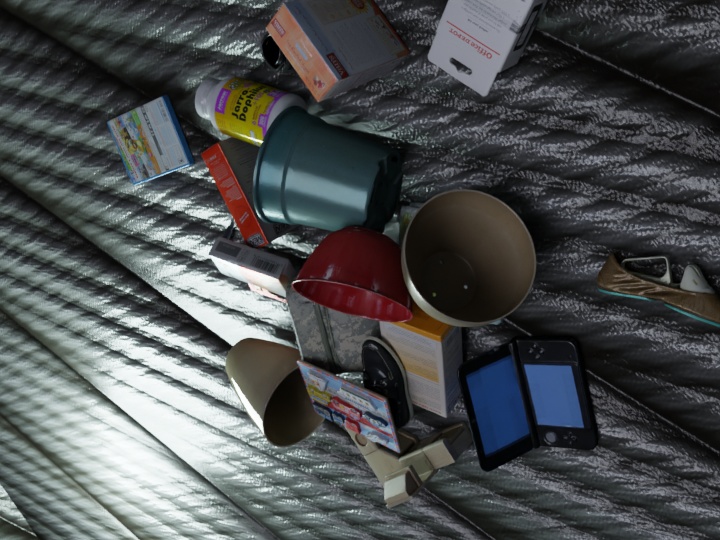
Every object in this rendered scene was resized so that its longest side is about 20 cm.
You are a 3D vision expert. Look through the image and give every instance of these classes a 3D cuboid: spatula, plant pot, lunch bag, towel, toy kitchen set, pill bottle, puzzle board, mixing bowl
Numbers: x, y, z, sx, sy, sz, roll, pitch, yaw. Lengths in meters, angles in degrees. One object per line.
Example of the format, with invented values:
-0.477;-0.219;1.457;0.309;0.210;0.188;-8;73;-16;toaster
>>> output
-0.259;-0.095;1.657;0.057;0.020;0.201;49;135;24;spatula
0.147;-0.003;1.247;0.201;0.200;0.135;48;162;7;plant pot
-0.027;0.082;1.501;0.165;0.140;0.203;-5;111;20;lunch bag
0.151;-0.013;1.368;0.198;0.048;0.174;16;121;31;towel
0.060;0.310;1.522;0.199;0.163;0.182;-34;90;42;toy kitchen set
-0.044;-0.150;1.365;0.194;0.200;0.203;17;122;20;plant pot
-0.196;-0.280;1.461;0.198;0.104;0.106;22;124;27;pill bottle
-0.180;0.220;1.668;0.199;0.186;0.190;31;129;39;plant pot
-0.022;0.243;1.475;0.198;0.017;0.152;19;143;32;puzzle board
0.000;0.000;1.309;0.198;0.200;0.110;4;71;35;mixing bowl

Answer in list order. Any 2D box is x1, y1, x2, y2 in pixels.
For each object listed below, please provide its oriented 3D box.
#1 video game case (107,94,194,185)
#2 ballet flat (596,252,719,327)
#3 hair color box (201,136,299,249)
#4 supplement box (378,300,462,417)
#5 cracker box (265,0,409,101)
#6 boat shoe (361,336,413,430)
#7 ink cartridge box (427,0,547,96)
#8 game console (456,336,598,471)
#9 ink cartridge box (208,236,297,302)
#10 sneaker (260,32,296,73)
-0.435;-0.265;1.710;0.198;0.018;0.145;-10;106;40;video game case
0.433;0.019;1.168;0.198;0.067;0.073;19;104;33;ballet flat
-0.201;-0.149;1.533;0.061;0.101;0.202;-21;98;42;hair color box
0.108;0.144;1.434;0.125;0.074;0.202;20;137;29;supplement box
-0.030;-0.343;1.238;0.058;0.199;0.135;-37;88;42;cracker box
0.037;0.207;1.443;0.074;0.066;0.201;12;134;33;boat shoe
0.185;-0.362;1.154;0.116;0.068;0.202;37;129;17;ink cartridge box
0.273;0.222;1.346;0.169;0.118;0.203;-3;110;38;game console
-0.184;0.026;1.571;0.160;0.051;0.201;18;152;23;ink cartridge box
-0.077;-0.341;1.344;0.198;0.099;0.072;25;124;24;sneaker
